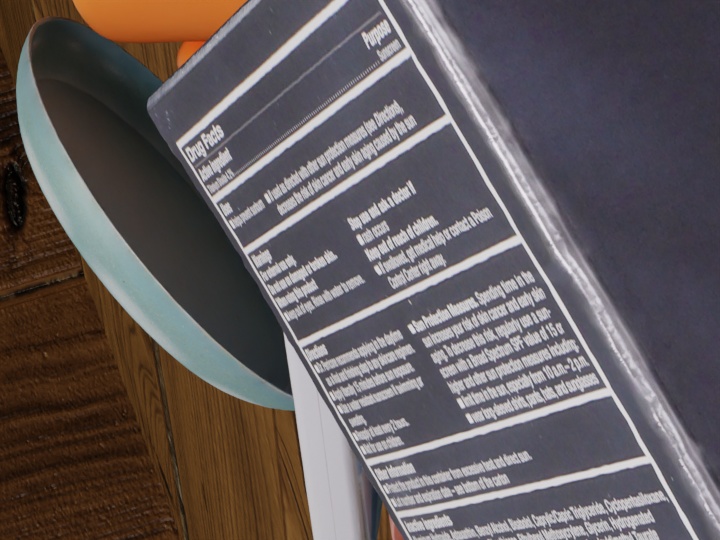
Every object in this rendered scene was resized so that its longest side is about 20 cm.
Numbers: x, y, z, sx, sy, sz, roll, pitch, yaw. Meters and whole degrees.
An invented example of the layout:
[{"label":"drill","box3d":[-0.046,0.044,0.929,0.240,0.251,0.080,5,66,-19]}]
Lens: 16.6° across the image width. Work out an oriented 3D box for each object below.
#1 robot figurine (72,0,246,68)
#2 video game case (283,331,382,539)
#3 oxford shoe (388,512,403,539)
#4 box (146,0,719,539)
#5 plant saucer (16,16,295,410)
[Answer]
[{"label":"robot figurine","box3d":[-0.049,-0.152,1.010,0.117,0.199,0.145,36,-124,-71]},{"label":"video game case","box3d":[0.000,0.000,0.957,0.200,0.022,0.183,85,-168,-55]},{"label":"oxford shoe","box3d":[0.034,0.025,0.922,0.201,0.070,0.074,101,162,-45]},{"label":"box","box3d":[0.063,-0.007,0.633,0.199,0.123,0.200,59,159,-2]},{"label":"plant saucer","box3d":[-0.078,-0.019,1.027,0.200,0.027,0.200,48,-165,-18]}]
